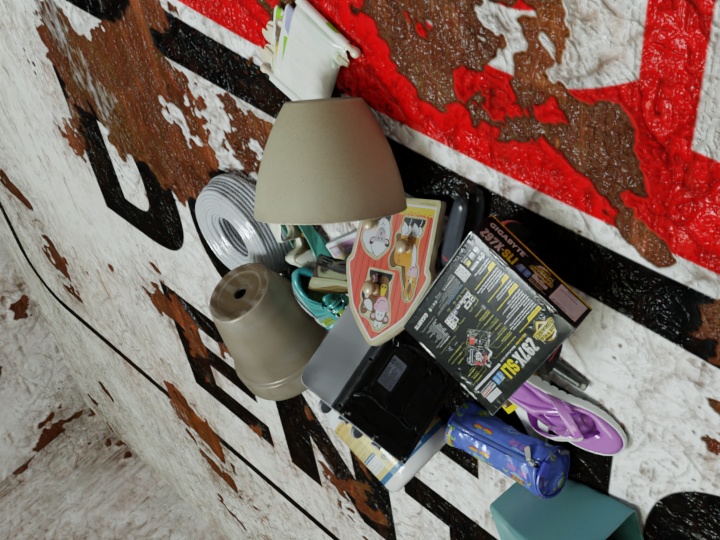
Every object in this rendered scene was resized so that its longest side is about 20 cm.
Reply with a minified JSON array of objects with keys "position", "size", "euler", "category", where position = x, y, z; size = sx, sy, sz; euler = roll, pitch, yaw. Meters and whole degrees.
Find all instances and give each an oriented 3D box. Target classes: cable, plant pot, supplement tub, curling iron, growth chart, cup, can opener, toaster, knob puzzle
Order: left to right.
[{"position":[-0.201,-0.072,1.730],"size":[0.199,0.069,0.201],"euler":[38,151,24],"category":"cable"},{"position":[-0.155,0.086,1.668],"size":[0.199,0.201,0.174],"euler":[22,159,44],"category":"plant pot"},{"position":[-0.076,-0.279,1.327],"size":[0.145,0.018,0.200],"euler":[48,154,7],"category":"growth chart"},{"position":[-0.042,-0.145,1.288],"size":[0.199,0.199,0.145],"euler":[12,108,52],"category":"cup"},{"position":[0.037,0.249,1.677],"size":[0.200,0.144,0.145],"euler":[45,153,10],"category":"supplement tub"},{"position":[0.030,0.000,1.347],"size":[0.219,0.030,0.222],"euler":[-21,64,50],"category":"knob puzzle"},{"position":[0.036,0.146,1.447],"size":[0.118,0.201,0.181],"euler":[22,164,50],"category":"toaster"},{"position":[0.123,-0.025,1.285],"size":[0.078,0.063,0.201],"euler":[39,152,23],"category":"can opener"},{"position":[0.216,0.092,1.328],"size":[0.200,0.026,0.050],"euler":[42,155,17],"category":"curling iron"},{"position":[0.293,0.393,1.475],"size":[0.199,0.141,0.142],"euler":[27,146,52],"category":"plant pot"}]

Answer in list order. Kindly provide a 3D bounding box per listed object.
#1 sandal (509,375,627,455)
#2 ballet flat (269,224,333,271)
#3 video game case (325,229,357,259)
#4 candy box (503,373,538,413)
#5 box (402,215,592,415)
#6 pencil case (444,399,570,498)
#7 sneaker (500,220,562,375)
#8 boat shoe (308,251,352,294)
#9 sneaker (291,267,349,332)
[{"position":[0.253,0.195,1.340],"size":[0.201,0.050,0.083],"euler":[30,141,17],"category":"sandal"},{"position":[-0.101,-0.052,1.596],"size":[0.067,0.070,0.201],"euler":[3,128,53],"category":"ballet flat"},{"position":[0.036,0.027,1.539],"size":[0.201,0.018,0.143],"euler":[55,153,-9],"category":"video game case"},{"position":[0.168,0.108,1.426],"size":[0.200,0.026,0.102],"euler":[48,150,6],"category":"candy box"},{"position":[0.155,0.057,1.192],"size":[0.160,0.049,0.201],"euler":[42,137,10],"category":"box"},{"position":[0.214,0.260,1.485],"size":[0.199,0.079,0.087],"euler":[24,173,42],"category":"pencil case"},{"position":[0.187,0.034,1.238],"size":[0.086,0.074,0.202],"euler":[-8,110,44],"category":"sneaker"},{"position":[0.000,0.000,1.464],"size":[0.198,0.073,0.066],"euler":[-2,85,40],"category":"boat shoe"},{"position":[-0.034,0.066,1.568],"size":[0.199,0.078,0.080],"euler":[35,166,19],"category":"sneaker"}]
